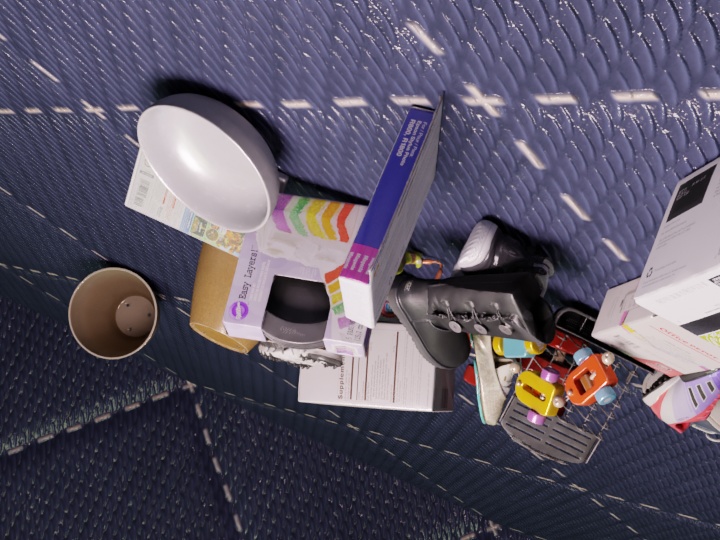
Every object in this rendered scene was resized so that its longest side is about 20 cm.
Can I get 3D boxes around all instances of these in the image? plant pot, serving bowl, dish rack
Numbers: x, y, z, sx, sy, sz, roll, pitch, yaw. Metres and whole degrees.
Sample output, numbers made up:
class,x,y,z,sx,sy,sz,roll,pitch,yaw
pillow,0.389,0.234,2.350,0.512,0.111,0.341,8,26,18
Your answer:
class,x,y,z,sx,sy,sz,roll,pitch,yaw
plant pot,-0.160,0.009,1.714,0.185,0.201,0.187,22,165,7
serving bowl,-0.175,-0.141,1.467,0.199,0.066,0.201,26,147,19
dish rack,0.279,0.157,1.563,0.153,0.201,0.055,26,-169,-7
plant pot,-0.504,0.094,2.558,0.186,0.189,0.200,24,178,4

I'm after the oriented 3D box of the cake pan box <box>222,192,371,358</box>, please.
class,x,y,z,sx,sy,sz,roll,pitch,yaw
cake pan box,-0.064,0.006,1.503,0.183,0.201,0.052,9,156,10

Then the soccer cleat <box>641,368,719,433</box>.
class,x,y,z,sx,sy,sz,roll,pitch,yaw
soccer cleat,0.419,0.146,1.474,0.073,0.068,0.200,50,156,8

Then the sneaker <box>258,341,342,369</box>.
class,x,y,z,sx,sy,sz,roll,pitch,yaw
sneaker,-0.074,0.084,1.621,0.066,0.091,0.200,20,168,-27

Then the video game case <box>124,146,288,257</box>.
class,x,y,z,sx,sy,sz,roll,pitch,yaw
video game case,-0.207,-0.106,1.596,0.199,0.018,0.144,25,123,2

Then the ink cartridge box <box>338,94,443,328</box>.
class,x,y,z,sx,sy,sz,roll,pitch,yaw
ink cartridge box,0.031,-0.060,1.227,0.043,0.198,0.200,20,163,9

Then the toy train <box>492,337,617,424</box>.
class,x,y,z,sx,sy,sz,roll,pitch,yaw
toy train,0.243,0.102,1.468,0.055,0.201,0.151,6,133,-38

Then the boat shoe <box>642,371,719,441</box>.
class,x,y,z,sx,sy,sz,roll,pitch,yaw
boat shoe,0.464,0.183,1.567,0.199,0.075,0.062,11,158,43

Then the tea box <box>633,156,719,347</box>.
class,x,y,z,sx,sy,sz,roll,pitch,yaw
tea box,0.375,-0.005,1.010,0.196,0.134,0.200,26,164,-6

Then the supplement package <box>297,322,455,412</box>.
class,x,y,z,sx,sy,sz,roll,pitch,yaw
supplement package,0.026,0.135,1.700,0.198,0.121,0.121,2,175,20

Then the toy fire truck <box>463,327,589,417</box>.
class,x,y,z,sx,sy,sz,roll,pitch,yaw
toy fire truck,0.239,0.126,1.689,0.199,0.113,0.168,21,-178,18

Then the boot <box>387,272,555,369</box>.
class,x,y,z,sx,sy,sz,roll,pitch,yaw
boot,0.150,0.065,1.435,0.199,0.066,0.165,-3,143,41

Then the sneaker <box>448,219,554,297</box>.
class,x,y,z,sx,sy,sz,roll,pitch,yaw
sneaker,0.169,0.013,1.464,0.113,0.076,0.200,27,161,3

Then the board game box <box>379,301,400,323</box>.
class,x,y,z,sx,sy,sz,roll,pitch,yaw
board game box,-0.004,0.047,1.771,0.146,0.065,0.200,8,172,-26

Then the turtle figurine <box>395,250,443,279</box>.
class,x,y,z,sx,sy,sz,roll,pitch,yaw
turtle figurine,0.000,0.000,1.572,0.161,0.199,0.065,34,142,32

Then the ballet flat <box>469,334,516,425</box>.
class,x,y,z,sx,sy,sz,roll,pitch,yaw
ballet flat,0.176,0.106,1.575,0.062,0.202,0.067,-8,-174,17

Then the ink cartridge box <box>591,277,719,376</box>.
class,x,y,z,sx,sy,sz,roll,pitch,yaw
ink cartridge box,0.359,0.058,1.347,0.116,0.068,0.200,27,165,-8
